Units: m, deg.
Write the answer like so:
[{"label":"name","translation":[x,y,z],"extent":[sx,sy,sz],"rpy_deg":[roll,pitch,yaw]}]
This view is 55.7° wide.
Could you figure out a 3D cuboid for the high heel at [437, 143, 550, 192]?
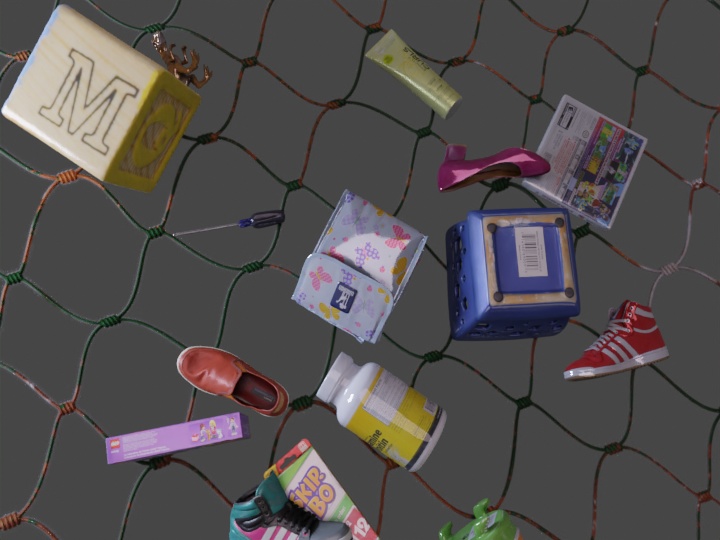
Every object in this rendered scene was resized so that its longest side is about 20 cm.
[{"label":"high heel","translation":[0.236,-0.169,1.212],"extent":[0.194,0.068,0.098],"rpy_deg":[12,66,6]}]

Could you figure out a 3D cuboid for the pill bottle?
[{"label":"pill bottle","translation":[0.031,0.220,1.088],"extent":[0.197,0.112,0.113],"rpy_deg":[33,76,4]}]

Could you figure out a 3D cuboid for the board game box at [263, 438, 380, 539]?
[{"label":"board game box","translation":[-0.064,0.378,1.089],"extent":[0.095,0.030,0.201],"rpy_deg":[-37,79,-11]}]

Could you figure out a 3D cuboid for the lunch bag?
[{"label":"lunch bag","translation":[0.000,0.000,1.134],"extent":[0.167,0.127,0.203],"rpy_deg":[30,83,5]}]

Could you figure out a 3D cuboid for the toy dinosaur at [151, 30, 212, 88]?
[{"label":"toy dinosaur","translation":[-0.324,-0.339,1.234],"extent":[0.104,0.060,0.205],"rpy_deg":[-20,76,19]}]

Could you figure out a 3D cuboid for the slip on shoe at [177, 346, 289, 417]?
[{"label":"slip on shoe","translation":[-0.207,0.178,1.107],"extent":[0.196,0.061,0.076],"rpy_deg":[26,78,3]}]

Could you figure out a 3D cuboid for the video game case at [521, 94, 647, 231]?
[{"label":"video game case","translation":[0.417,-0.201,1.265],"extent":[0.179,0.023,0.203],"rpy_deg":[28,75,3]}]

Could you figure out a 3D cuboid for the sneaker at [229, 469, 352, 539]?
[{"label":"sneaker","translation":[-0.113,0.367,1.035],"extent":[0.194,0.084,0.124],"rpy_deg":[-9,95,11]}]

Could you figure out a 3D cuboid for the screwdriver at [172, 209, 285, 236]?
[{"label":"screwdriver","translation":[-0.227,-0.077,1.187],"extent":[0.194,0.029,0.029],"rpy_deg":[-12,78,-3]}]

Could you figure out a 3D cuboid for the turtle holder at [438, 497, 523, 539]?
[{"label":"turtle holder","translation":[0.172,0.455,1.028],"extent":[0.184,0.141,0.133],"rpy_deg":[-35,82,-13]}]

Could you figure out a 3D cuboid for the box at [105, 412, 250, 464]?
[{"label":"box","translation":[-0.271,0.257,1.044],"extent":[0.194,0.137,0.040],"rpy_deg":[-10,76,-6]}]

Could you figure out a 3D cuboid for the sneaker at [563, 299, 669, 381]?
[{"label":"sneaker","translation":[0.424,0.118,1.163],"extent":[0.195,0.071,0.116],"rpy_deg":[-12,81,-15]}]

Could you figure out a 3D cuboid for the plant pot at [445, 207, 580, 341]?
[{"label":"plant pot","translation":[0.252,0.001,1.123],"extent":[0.194,0.180,0.206],"rpy_deg":[-2,77,-4]}]

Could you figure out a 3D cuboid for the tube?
[{"label":"tube","translation":[0.102,-0.363,1.268],"extent":[0.200,0.052,0.058],"rpy_deg":[45,37,12]}]

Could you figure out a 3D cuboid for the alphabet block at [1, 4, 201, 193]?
[{"label":"alphabet block","translation":[-0.410,-0.270,1.112],"extent":[0.197,0.195,0.199],"rpy_deg":[32,95,5]}]
